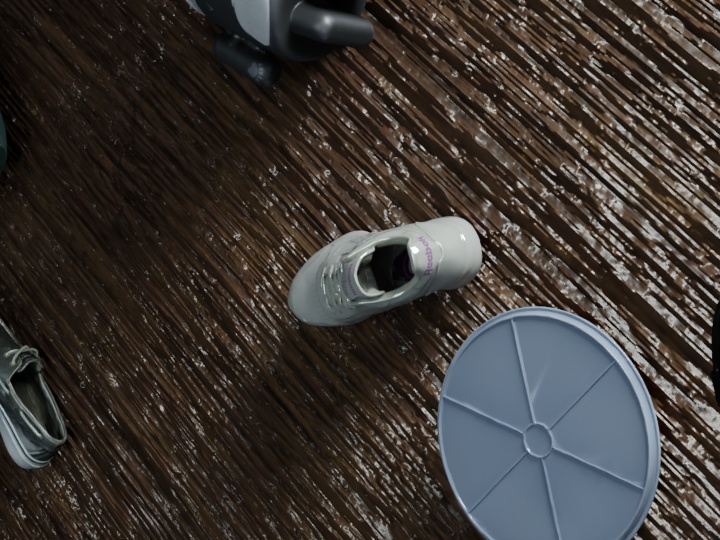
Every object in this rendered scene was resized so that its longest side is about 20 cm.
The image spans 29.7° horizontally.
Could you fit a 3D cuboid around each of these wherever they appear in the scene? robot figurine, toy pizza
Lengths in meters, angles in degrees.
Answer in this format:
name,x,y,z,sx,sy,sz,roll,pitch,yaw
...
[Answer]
name,x,y,z,sx,sy,sz,roll,pitch,yaw
robot figurine,-0.069,-0.250,1.132,0.199,0.125,0.151,30,71,34
toy pizza,0.144,0.128,1.045,0.198,0.032,0.204,4,96,39

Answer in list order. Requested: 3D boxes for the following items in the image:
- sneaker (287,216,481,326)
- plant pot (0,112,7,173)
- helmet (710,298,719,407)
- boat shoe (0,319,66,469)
name,x,y,z,sx,sy,sz,roll,pitch,yaw
sneaker,0.000,0.000,1.111,0.198,0.099,0.076,-21,83,41
plant pot,-0.471,-0.148,1.442,0.161,0.200,0.201,49,123,12
helmet,0.321,0.051,0.785,0.200,0.188,0.203,167,90,-79
boat shoe,-0.371,0.112,1.465,0.071,0.072,0.202,-33,83,28
